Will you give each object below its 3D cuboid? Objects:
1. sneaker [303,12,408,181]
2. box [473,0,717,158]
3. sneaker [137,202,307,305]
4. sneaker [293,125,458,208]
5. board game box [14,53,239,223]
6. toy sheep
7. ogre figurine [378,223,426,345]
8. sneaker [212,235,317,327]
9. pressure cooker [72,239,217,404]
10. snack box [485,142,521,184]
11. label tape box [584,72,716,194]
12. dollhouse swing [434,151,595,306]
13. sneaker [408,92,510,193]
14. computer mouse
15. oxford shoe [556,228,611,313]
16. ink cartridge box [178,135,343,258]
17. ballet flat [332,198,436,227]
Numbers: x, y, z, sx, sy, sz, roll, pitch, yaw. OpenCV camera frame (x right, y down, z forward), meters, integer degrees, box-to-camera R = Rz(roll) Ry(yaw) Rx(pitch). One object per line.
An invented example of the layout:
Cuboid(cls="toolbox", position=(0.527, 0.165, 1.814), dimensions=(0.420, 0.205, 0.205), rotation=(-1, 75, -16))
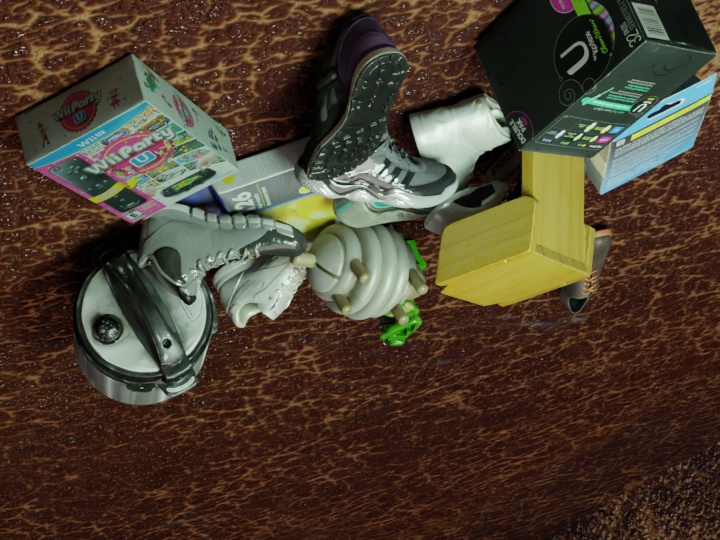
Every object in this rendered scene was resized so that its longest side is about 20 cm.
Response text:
Cuboid(cls="sneaker", position=(-0.015, -0.184, 1.472), dimensions=(0.076, 0.088, 0.200), rotation=(-7, 144, -34))
Cuboid(cls="box", position=(0.246, -0.235, 1.482), dimensions=(0.124, 0.149, 0.200), rotation=(1, 150, -39))
Cuboid(cls="sneaker", position=(-0.168, -0.009, 1.637), dimensions=(0.200, 0.116, 0.075), rotation=(9, 159, 0))
Cuboid(cls="sneaker", position=(0.030, -0.137, 1.573), dimensions=(0.200, 0.076, 0.114), rotation=(3, 123, -22))
Cuboid(cls="board game box", position=(-0.242, -0.132, 1.461), dimensions=(0.147, 0.064, 0.200), rotation=(-26, 155, 15))
Cuboid(cls="toy sheep", position=(0.000, 0.000, 1.740), dimensions=(0.200, 0.138, 0.138), rotation=(16, 140, -37))
Cuboid(cls="ogre figurine", position=(0.048, 0.019, 1.929), dimensions=(0.098, 0.120, 0.200), rotation=(-17, 155, 8))
Cuboid(cls="sneaker", position=(-0.096, 0.007, 1.823), dimensions=(0.200, 0.100, 0.075), rotation=(-29, 154, 19))
Cuboid(cls="pressure cooker", position=(-0.267, 0.069, 1.707), dimensions=(0.176, 0.179, 0.200), rotation=(18, 160, -4))
Cuboid(cls="snack box", position=(0.242, -0.172, 1.771), dimensions=(0.072, 0.024, 0.200), rotation=(-3, 152, -33))
Cuboid(cls="label tape box", position=(0.354, -0.188, 1.732), dimensions=(0.143, 0.066, 0.200), rotation=(-27, 158, -6))
Cuboid(cls="dollhouse swing", position=(0.186, -0.073, 1.715), dimensions=(0.181, 0.176, 0.200), rotation=(-20, 162, 26))
Cuboid(cls="sneaker", position=(0.137, -0.145, 1.695), dimensions=(0.115, 0.074, 0.200), rotation=(-18, 155, 7))
Cuboid(cls="computer mouse", position=(0.157, -0.076, 1.758), dimensions=(0.200, 0.044, 0.110), rotation=(-21, 160, -45))
Cuboid(cls="oxford shoe", position=(0.357, 0.000, 2.167), dimensions=(0.071, 0.073, 0.200), rotation=(-12, 155, -12))
Cuboid(cls="ink cartridge box", position=(-0.116, -0.079, 1.691), dimensions=(0.200, 0.047, 0.198), rotation=(-20, 157, -2))
Cuboid(cls="ballet flat", position=(0.034, -0.089, 1.729), dimensions=(0.064, 0.068, 0.200), rotation=(-29, 168, 33))
